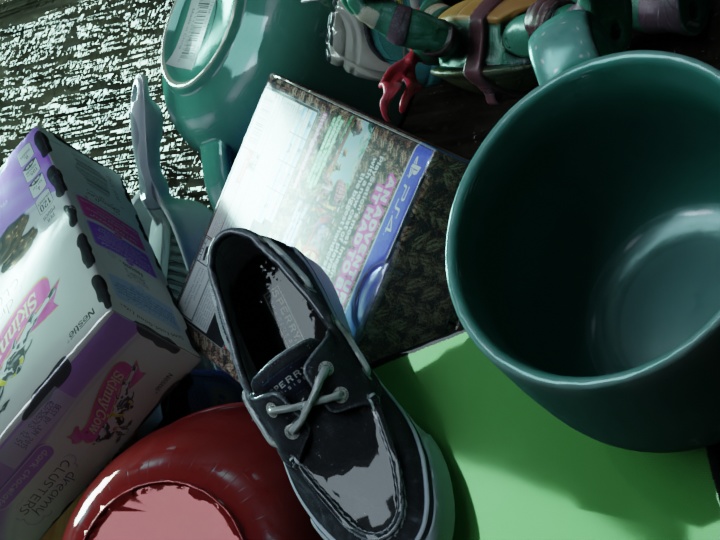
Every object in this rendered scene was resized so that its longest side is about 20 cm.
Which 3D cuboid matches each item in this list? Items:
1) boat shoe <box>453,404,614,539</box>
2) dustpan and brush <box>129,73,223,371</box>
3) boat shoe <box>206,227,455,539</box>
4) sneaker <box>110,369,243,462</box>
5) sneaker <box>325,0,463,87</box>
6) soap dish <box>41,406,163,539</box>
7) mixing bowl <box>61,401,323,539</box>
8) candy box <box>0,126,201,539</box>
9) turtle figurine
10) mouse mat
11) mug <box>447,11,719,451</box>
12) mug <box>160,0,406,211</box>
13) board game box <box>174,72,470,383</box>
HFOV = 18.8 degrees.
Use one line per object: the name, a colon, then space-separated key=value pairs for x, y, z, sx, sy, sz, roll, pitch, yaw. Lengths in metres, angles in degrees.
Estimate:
boat shoe: x=0.050 y=0.155 z=1.048 sx=0.202 sy=0.074 sz=0.065 roll=-49 pitch=41 yaw=15
dustpan and brush: x=-0.120 y=-0.023 z=1.354 sx=0.139 sy=0.057 sz=0.201 roll=30 pitch=119 yaw=59
boat shoe: x=-0.021 y=0.059 z=1.035 sx=0.072 sy=0.068 sz=0.201 roll=-34 pitch=56 yaw=13
sneaker: x=-0.120 y=0.147 z=1.296 sx=0.078 sy=0.089 sz=0.201 roll=27 pitch=99 yaw=58
sneaker: x=0.039 y=-0.182 z=1.254 sx=0.078 sy=0.079 sz=0.201 roll=107 pitch=-178 yaw=-57
soap dish: x=-0.191 y=0.091 z=1.404 sx=0.200 sy=0.081 sz=0.158 roll=-115 pitch=31 yaw=-47
mixing bowl: x=-0.081 y=0.161 z=1.119 sx=0.199 sy=0.108 sz=0.202 roll=-3 pitch=79 yaw=18
candy box: x=-0.194 y=0.040 z=1.273 sx=0.168 sy=0.071 sz=0.200 roll=-48 pitch=38 yaw=14
turtle figurine: x=0.074 y=-0.137 z=1.119 sx=0.199 sy=0.101 sz=0.150 roll=6 pitch=36 yaw=45
mouse mat: x=0.069 y=0.094 z=1.013 sx=0.199 sy=0.008 sz=0.162 roll=-22 pitch=58 yaw=21
mug: x=0.132 y=-0.014 z=0.942 sx=0.151 sy=0.114 sz=0.186 roll=6 pitch=69 yaw=35
mug: x=-0.049 y=-0.121 z=1.310 sx=0.152 sy=0.114 sz=0.186 roll=-46 pitch=39 yaw=33
board game box: x=0.000 y=0.000 z=1.184 sx=0.200 sy=0.096 sz=0.160 roll=32 pitch=100 yaw=58
